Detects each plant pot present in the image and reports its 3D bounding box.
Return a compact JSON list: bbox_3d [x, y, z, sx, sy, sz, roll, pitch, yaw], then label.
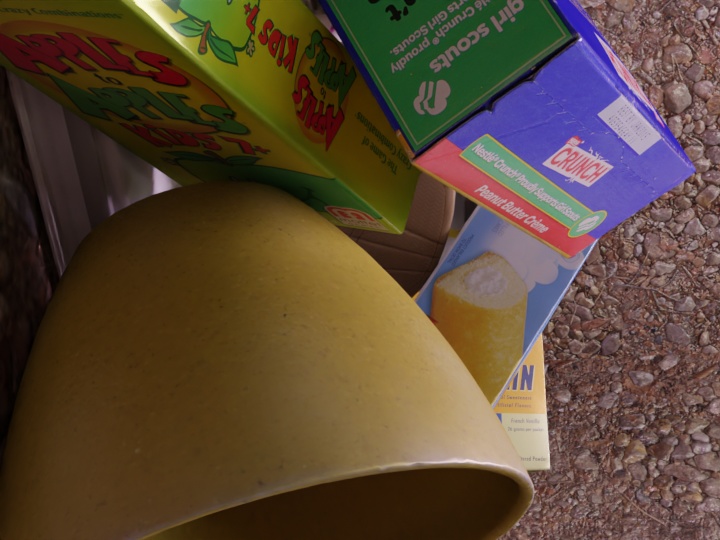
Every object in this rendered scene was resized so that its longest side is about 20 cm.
[{"bbox_3d":[-0.051,0.052,0.475,0.200,0.199,0.143,69,2,-64],"label":"plant pot"}]

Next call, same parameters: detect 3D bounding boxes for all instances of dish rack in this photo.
[{"bbox_3d":[-0.104,-0.083,0.583,0.200,0.043,0.173,-79,163,-62],"label":"dish rack"}]

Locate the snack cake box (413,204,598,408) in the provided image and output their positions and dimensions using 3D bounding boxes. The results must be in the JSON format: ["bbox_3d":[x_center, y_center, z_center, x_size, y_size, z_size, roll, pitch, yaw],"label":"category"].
[{"bbox_3d":[0.082,0.008,0.701,0.201,0.067,0.115,-56,170,-14],"label":"snack cake box"}]

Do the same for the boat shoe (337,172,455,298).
[{"bbox_3d":[0.000,0.000,0.703,0.065,0.071,0.201,-86,-168,-54],"label":"boat shoe"}]

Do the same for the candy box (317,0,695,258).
[{"bbox_3d":[0.039,-0.117,0.512,0.169,0.077,0.201,24,32,-60],"label":"candy box"}]

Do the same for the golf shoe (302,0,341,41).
[{"bbox_3d":[-0.039,-0.141,0.595,0.200,0.091,0.073,-59,145,-74],"label":"golf shoe"}]

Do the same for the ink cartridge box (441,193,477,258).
[{"bbox_3d":[0.054,-0.091,0.789,0.200,0.083,0.146,77,32,-68],"label":"ink cartridge box"}]

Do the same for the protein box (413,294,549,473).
[{"bbox_3d":[0.070,0.096,1.141,0.200,0.134,0.200,139,-48,-69],"label":"protein box"}]

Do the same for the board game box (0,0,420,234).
[{"bbox_3d":[-0.062,-0.074,0.456,0.200,0.101,0.048,35,68,-58],"label":"board game box"}]
